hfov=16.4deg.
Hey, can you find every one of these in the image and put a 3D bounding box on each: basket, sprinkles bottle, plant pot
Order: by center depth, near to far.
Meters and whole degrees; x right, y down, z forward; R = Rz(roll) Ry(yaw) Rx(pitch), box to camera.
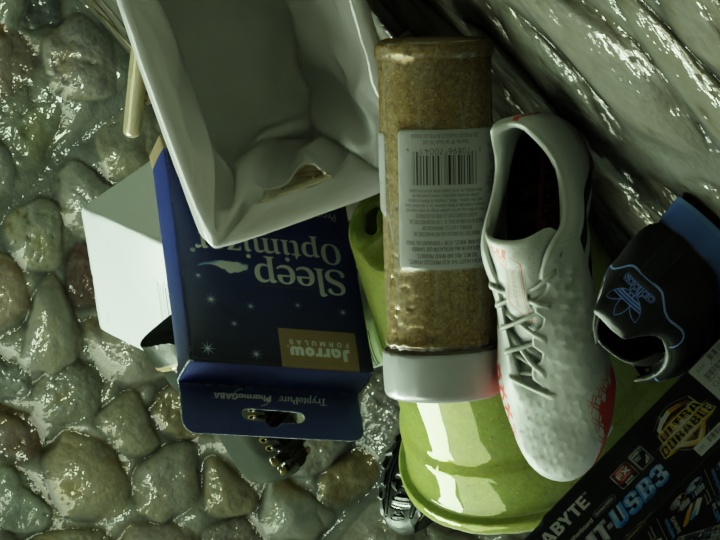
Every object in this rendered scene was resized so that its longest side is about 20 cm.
[{"bbox_3d":[0.044,-0.029,1.387,0.068,0.068,0.201,-153,61,-77],"label":"sprinkles bottle"},{"bbox_3d":[-0.067,-0.133,1.466,0.123,0.135,0.201,-139,30,-75],"label":"basket"},{"bbox_3d":[0.084,0.025,1.523,0.200,0.200,0.185,40,161,57],"label":"plant pot"}]

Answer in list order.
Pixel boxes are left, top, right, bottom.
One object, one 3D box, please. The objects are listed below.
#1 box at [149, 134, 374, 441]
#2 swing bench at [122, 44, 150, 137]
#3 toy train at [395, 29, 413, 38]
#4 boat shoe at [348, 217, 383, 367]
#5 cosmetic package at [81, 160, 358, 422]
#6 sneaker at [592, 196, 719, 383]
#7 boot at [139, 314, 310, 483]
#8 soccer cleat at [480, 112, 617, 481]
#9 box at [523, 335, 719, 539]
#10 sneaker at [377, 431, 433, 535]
[{"bbox_3d":[-0.060,0.009,1.536,0.032,0.121,0.201,125,143,-51],"label":"box"},{"bbox_3d":[-0.088,-0.156,1.768,0.199,0.129,0.201,44,153,44],"label":"swing bench"},{"bbox_3d":[0.065,-0.086,1.606,0.200,0.034,0.046,51,-173,-40],"label":"toy train"},{"bbox_3d":[0.000,0.000,1.651,0.200,0.066,0.070,-74,-29,-51],"label":"boat shoe"},{"bbox_3d":[-0.063,-0.016,1.854,0.199,0.200,0.123,24,137,32],"label":"cosmetic package"},{"bbox_3d":[0.163,0.027,1.340,0.070,0.078,0.200,44,174,23],"label":"sneaker"},{"bbox_3d":[-0.059,0.089,1.713,0.139,0.077,0.200,57,161,-16],"label":"boot"},{"bbox_3d":[0.096,0.012,1.345,0.085,0.068,0.201,15,-107,-64],"label":"soccer cleat"},{"bbox_3d":[0.174,0.133,1.368,0.050,0.198,0.200,44,175,27],"label":"box"},{"bbox_3d":[0.084,0.123,1.839,0.074,0.200,0.080,1,132,42],"label":"sneaker"}]
